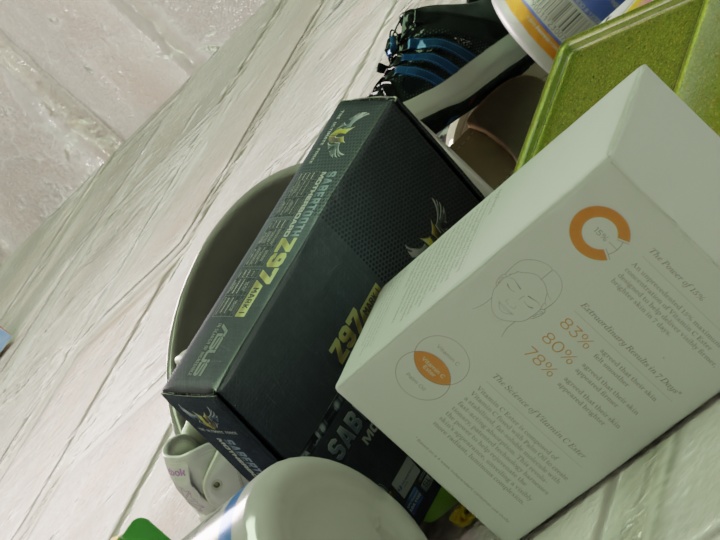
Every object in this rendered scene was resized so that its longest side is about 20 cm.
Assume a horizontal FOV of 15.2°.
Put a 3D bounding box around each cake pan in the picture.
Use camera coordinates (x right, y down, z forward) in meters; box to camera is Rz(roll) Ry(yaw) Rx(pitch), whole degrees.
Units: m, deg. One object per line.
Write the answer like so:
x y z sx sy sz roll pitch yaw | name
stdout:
-0.033 0.038 1.557 0.200 0.037 0.202 -20 61 40 | cake pan

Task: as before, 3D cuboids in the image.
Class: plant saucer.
0.150 -0.078 1.499 0.199 0.048 0.201 -21 42 53 | plant saucer

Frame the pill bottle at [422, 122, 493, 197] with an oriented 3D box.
0.000 0.000 1.805 0.200 0.113 0.113 -48 11 4 | pill bottle

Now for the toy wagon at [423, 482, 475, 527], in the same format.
0.028 0.111 1.515 0.155 0.040 0.200 -51 11 -11 | toy wagon

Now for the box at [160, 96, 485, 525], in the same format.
0.003 0.034 1.419 0.051 0.158 0.201 -2 49 48 | box

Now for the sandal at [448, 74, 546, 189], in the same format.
0.062 -0.047 1.905 0.212 0.078 0.070 -42 -21 -4 | sandal

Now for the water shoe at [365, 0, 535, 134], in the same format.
0.040 -0.138 1.881 0.200 0.079 0.072 -33 -11 -31 | water shoe

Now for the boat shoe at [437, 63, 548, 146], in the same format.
0.106 -0.144 1.997 0.063 0.073 0.201 -23 32 58 | boat shoe

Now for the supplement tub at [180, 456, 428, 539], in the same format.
-0.061 0.195 1.337 0.200 0.132 0.132 -42 13 32 | supplement tub

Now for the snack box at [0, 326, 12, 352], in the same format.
-0.550 0.138 3.551 0.169 0.068 0.200 -52 10 -17 | snack box

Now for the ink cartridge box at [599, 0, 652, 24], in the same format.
0.183 -0.135 1.699 0.104 0.059 0.200 -42 13 30 | ink cartridge box

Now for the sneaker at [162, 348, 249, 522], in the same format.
-0.063 0.129 1.451 0.099 0.202 0.075 -6 4 -32 | sneaker

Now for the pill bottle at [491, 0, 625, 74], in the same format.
0.192 -0.219 1.815 0.200 0.112 0.112 -44 12 18 | pill bottle

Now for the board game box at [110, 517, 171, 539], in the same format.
-0.160 0.252 1.608 0.200 0.095 0.030 -52 11 -16 | board game box

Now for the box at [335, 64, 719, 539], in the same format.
0.104 0.019 1.312 0.200 0.124 0.098 -40 13 33 | box
